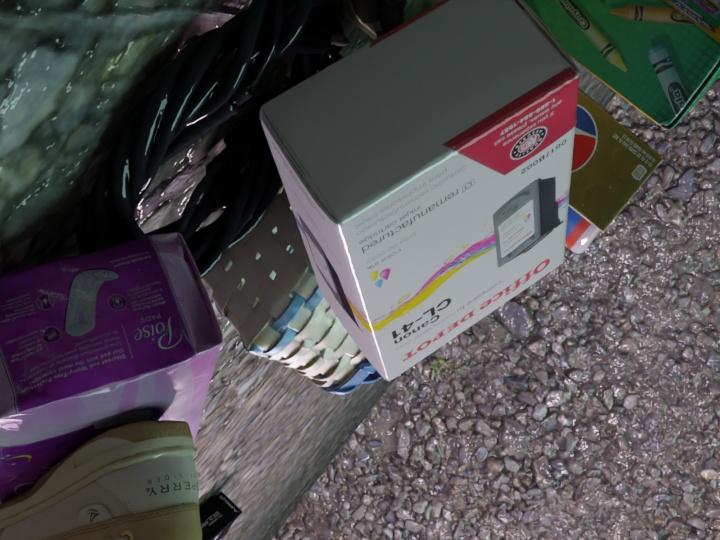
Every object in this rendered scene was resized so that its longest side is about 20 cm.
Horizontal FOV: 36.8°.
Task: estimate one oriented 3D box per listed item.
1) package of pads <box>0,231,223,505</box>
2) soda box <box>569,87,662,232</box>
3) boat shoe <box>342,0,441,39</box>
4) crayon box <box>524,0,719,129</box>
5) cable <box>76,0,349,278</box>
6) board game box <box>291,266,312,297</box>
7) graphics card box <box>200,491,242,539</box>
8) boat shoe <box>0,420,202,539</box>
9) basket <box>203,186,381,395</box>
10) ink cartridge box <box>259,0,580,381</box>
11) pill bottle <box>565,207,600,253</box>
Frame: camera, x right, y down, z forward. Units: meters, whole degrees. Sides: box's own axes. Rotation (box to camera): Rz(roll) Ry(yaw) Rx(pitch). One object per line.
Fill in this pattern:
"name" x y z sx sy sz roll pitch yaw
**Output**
"package of pads" -0.145 0.069 0.561 0.119 0.077 0.201 -17 156 -23
"soda box" 0.115 -0.119 0.774 0.068 0.199 0.064 -51 -177 14
"boat shoe" 0.060 -0.131 0.652 0.072 0.066 0.200 -48 141 14
"crayon box" 0.141 -0.180 0.674 0.059 0.199 0.119 -55 169 29
"cable" -0.068 -0.070 0.568 0.200 0.051 0.164 -46 170 -25
"board game box" 0.031 -0.062 0.919 0.150 0.045 0.201 -9 145 -37
"graphics card box" -0.253 0.401 1.528 0.126 0.051 0.200 -54 169 18
"boat shoe" -0.146 0.146 0.540 0.073 0.070 0.199 4 146 -45
"basket" 0.000 0.000 0.800 0.198 0.140 0.177 23 111 -44
"ink cartridge box" 0.040 -0.042 0.607 0.146 0.086 0.201 -33 151 -8
"pill bottle" 0.174 -0.120 1.069 0.112 0.199 0.112 -47 170 -11
